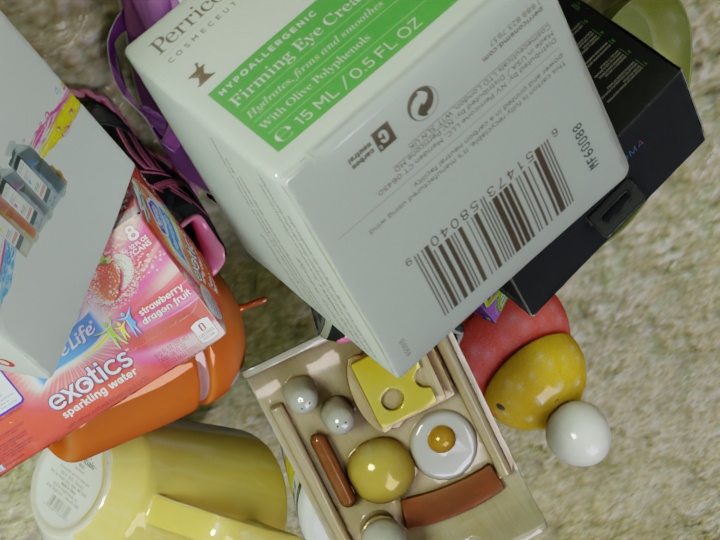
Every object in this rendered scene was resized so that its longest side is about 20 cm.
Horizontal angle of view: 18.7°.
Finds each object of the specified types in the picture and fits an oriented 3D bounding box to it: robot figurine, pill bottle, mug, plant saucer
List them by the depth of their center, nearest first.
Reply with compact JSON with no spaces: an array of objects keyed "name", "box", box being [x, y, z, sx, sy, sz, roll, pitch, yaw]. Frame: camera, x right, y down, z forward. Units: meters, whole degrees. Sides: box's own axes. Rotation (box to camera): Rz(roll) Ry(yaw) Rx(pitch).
[{"name":"robot figurine","box":[-0.162,0.056,1.477,0.200,0.117,0.144,-23,144,-23]},{"name":"mug","box":[-0.145,0.164,1.599,0.186,0.150,0.153,-26,147,32]},{"name":"plant saucer","box":[0.185,-0.116,1.631,0.200,0.031,0.200,-36,138,-42]},{"name":"pill bottle","box":[-0.001,0.139,1.650,0.112,0.200,0.113,-3,112,-7]}]

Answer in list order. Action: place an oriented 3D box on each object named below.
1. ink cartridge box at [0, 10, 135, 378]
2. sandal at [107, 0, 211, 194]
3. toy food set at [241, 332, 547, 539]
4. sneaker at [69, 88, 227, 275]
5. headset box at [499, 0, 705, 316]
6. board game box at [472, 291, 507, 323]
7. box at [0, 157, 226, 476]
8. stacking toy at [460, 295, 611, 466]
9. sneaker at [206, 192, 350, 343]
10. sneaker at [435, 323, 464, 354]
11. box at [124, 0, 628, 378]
[{"name":"ink cartridge box","box":[-0.244,-0.052,1.193,0.200,0.145,0.145,54,51,-56]},{"name":"sandal","box":[-0.124,-0.120,1.335,0.050,0.082,0.203,-43,140,-29]},{"name":"toy food set","box":[0.025,0.122,1.509,0.143,0.060,0.200,-26,106,-1]},{"name":"sneaker","box":[-0.151,-0.045,1.388,0.079,0.095,0.200,-44,146,12]},{"name":"headset box","box":[0.104,-0.095,1.456,0.174,0.200,0.093,-46,148,-7]},{"name":"board game box","box":[0.114,-0.072,1.598,0.200,0.032,0.120,-62,146,-11]},{"name":"box","box":[-0.191,0.034,1.322,0.200,0.095,0.100,-32,117,6]},{"name":"stacking toy","box":[0.126,0.073,1.702,0.146,0.200,0.146,-25,144,-20]},{"name":"sneaker","box":[-0.054,-0.043,1.441,0.087,0.074,0.200,-17,99,-9]},{"name":"sneaker","box":[0.002,-0.001,1.545,0.077,0.146,0.202,-37,146,0]},{"name":"box","box":[0.013,-0.092,1.291,0.199,0.171,0.200,-41,137,-10]}]
